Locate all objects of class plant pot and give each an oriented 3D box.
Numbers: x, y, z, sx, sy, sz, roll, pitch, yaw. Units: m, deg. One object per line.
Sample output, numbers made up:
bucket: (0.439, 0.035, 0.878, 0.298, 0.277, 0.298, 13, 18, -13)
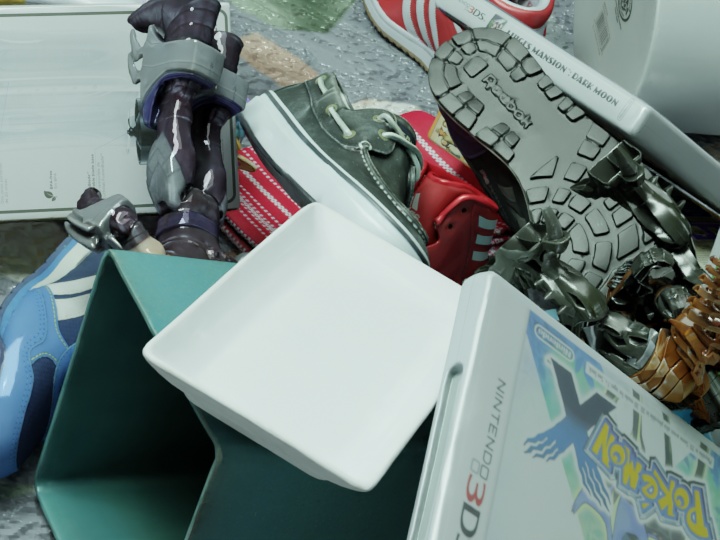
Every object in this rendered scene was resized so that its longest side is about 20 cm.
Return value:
plant pot: (-0.022, 0.089, 0.961, 0.198, 0.142, 0.142, 1, 36, -31)

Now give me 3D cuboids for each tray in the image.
tray: (-0.013, 0.033, 0.899, 0.107, 0.022, 0.200, 30, 27, 8)

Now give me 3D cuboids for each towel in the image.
towel: (0.002, -0.044, 1.262, 0.199, 0.023, 0.145, -14, 43, -36)

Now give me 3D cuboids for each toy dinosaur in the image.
toy dinosaur: (0.138, 0.015, 0.975, 0.136, 0.200, 0.102, 50, 52, 3)

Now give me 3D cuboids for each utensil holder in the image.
utensil holder: (0.264, -0.172, 1.422, 0.198, 0.171, 0.171, 3, 35, -16)

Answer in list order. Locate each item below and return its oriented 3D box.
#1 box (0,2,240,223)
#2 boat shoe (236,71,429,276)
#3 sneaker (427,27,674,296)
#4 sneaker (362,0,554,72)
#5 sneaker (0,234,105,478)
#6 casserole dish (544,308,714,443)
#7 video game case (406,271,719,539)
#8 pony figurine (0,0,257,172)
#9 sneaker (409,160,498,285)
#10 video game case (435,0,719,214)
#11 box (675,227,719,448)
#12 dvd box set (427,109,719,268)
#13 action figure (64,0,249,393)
box: (-0.170, -0.085, 1.136, 0.198, 0.118, 0.060, -4, 2, -14)
boat shoe: (-0.004, -0.057, 1.072, 0.071, 0.072, 0.200, -35, 37, -3)
sneaker: (0.113, -0.042, 1.162, 0.075, 0.088, 0.201, -29, 64, -6)
sneaker: (0.068, -0.190, 1.416, 0.071, 0.113, 0.200, -6, 39, -29)
sneaker: (-0.135, 0.040, 1.041, 0.082, 0.074, 0.200, 22, 35, 7)
casserole dish: (0.116, 0.095, 1.068, 0.120, 0.039, 0.201, -11, 38, -2)
video game case: (0.100, 0.126, 0.904, 0.200, 0.022, 0.184, 37, 51, -31)
pony figurine: (-0.144, -0.140, 1.249, 0.198, 0.167, 0.194, 11, 56, 1)
sneaker: (0.000, 0.000, 1.111, 0.078, 0.116, 0.199, 32, 36, 24)
video game case: (0.156, -0.090, 1.248, 0.199, 0.023, 0.182, 29, 7, -47)
box: (0.279, 0.085, 1.052, 0.198, 0.172, 0.200, 3, 35, -16)
dvd box set: (0.154, -0.041, 1.276, 0.200, 0.030, 0.146, 37, 21, 28)
action figure: (-0.087, -0.032, 1.042, 0.069, 0.130, 0.202, -14, 62, 27)
